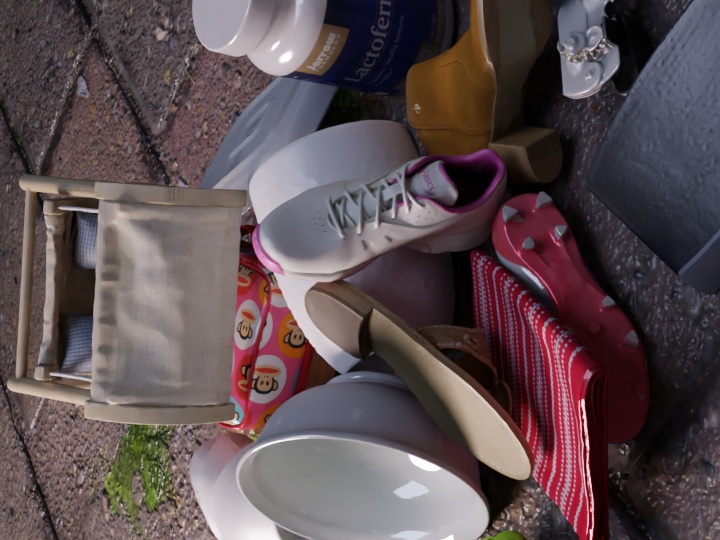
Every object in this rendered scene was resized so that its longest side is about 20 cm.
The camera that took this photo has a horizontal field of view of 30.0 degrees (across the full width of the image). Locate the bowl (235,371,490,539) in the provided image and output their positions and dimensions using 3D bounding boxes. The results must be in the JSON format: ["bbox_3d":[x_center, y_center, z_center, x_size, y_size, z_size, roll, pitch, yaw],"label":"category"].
[{"bbox_3d":[0.008,0.142,1.059,0.201,0.200,0.091,-35,34,46],"label":"bowl"}]

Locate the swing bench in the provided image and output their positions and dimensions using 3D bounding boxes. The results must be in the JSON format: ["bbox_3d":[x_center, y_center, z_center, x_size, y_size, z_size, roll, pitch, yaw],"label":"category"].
[{"bbox_3d":[-0.206,0.021,1.184,0.199,0.129,0.200,8,96,50],"label":"swing bench"}]

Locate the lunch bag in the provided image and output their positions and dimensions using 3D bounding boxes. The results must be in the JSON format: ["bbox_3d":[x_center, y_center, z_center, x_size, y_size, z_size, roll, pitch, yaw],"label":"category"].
[{"bbox_3d":[-0.118,0.043,1.252,0.200,0.082,0.177,26,106,52],"label":"lunch bag"}]

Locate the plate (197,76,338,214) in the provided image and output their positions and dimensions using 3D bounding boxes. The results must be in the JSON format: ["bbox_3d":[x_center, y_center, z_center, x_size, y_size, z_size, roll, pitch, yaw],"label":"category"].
[{"bbox_3d":[-0.090,-0.122,1.234,0.199,0.032,0.201,-34,25,44],"label":"plate"}]

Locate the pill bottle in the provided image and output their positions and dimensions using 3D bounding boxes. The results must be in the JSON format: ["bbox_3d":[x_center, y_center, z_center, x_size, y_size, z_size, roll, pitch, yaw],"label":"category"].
[{"bbox_3d":[-0.030,-0.212,1.112,0.115,0.199,0.117,-7,81,53],"label":"pill bottle"}]

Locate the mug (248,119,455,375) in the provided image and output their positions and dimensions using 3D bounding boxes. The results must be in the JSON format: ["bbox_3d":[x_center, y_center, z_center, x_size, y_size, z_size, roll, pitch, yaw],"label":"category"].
[{"bbox_3d":[0.000,0.000,1.117,0.200,0.147,0.176,104,149,-68],"label":"mug"}]

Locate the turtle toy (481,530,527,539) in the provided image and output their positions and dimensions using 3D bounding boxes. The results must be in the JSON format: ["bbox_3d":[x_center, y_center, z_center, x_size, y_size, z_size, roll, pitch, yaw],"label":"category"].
[{"bbox_3d":[0.079,0.283,0.964,0.145,0.101,0.200,7,51,37],"label":"turtle toy"}]

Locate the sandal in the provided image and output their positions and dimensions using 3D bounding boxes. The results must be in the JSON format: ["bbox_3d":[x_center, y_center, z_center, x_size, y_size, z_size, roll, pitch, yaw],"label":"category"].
[{"bbox_3d":[0.060,0.058,0.980,0.211,0.070,0.078,36,147,19],"label":"sandal"}]

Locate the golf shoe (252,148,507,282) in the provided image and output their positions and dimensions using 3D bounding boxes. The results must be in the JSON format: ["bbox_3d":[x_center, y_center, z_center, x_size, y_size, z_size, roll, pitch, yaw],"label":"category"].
[{"bbox_3d":[0.018,-0.049,0.978,0.076,0.199,0.092,67,154,19],"label":"golf shoe"}]

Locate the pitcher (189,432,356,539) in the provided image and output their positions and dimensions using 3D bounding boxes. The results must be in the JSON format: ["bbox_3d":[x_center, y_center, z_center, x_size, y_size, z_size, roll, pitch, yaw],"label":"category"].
[{"bbox_3d":[-0.073,0.232,1.212,0.200,0.121,0.173,-10,98,63],"label":"pitcher"}]

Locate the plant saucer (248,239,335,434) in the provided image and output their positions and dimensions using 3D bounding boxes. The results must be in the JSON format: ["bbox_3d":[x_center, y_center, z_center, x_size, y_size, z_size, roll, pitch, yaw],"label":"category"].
[{"bbox_3d":[-0.088,0.060,1.305,0.200,0.032,0.202,-7,81,53],"label":"plant saucer"}]

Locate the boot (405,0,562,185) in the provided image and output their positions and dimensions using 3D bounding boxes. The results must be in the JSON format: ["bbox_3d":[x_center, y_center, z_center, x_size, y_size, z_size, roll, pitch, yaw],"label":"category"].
[{"bbox_3d":[0.080,-0.159,1.025,0.144,0.071,0.202,15,122,54],"label":"boot"}]

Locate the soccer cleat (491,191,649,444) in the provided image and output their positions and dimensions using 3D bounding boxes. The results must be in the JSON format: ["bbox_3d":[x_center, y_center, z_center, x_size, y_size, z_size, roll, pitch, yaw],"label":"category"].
[{"bbox_3d":[0.150,0.036,0.970,0.077,0.066,0.201,88,159,-66],"label":"soccer cleat"}]

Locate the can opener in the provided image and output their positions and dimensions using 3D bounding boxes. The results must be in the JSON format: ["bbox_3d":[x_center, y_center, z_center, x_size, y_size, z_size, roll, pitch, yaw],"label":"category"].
[{"bbox_3d":[0.166,-0.207,0.969,0.053,0.066,0.201,-29,55,44],"label":"can opener"}]

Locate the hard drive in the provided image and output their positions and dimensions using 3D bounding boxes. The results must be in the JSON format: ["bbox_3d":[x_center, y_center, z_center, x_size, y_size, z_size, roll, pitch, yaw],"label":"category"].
[{"bbox_3d":[0.231,-0.097,0.862,0.135,0.042,0.201,49,125,30],"label":"hard drive"}]

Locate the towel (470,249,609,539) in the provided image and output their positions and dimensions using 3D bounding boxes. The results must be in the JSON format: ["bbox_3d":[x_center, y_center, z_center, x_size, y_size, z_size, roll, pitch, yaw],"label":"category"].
[{"bbox_3d":[0.122,0.086,0.946,0.200,0.022,0.145,-129,30,-60],"label":"towel"}]
